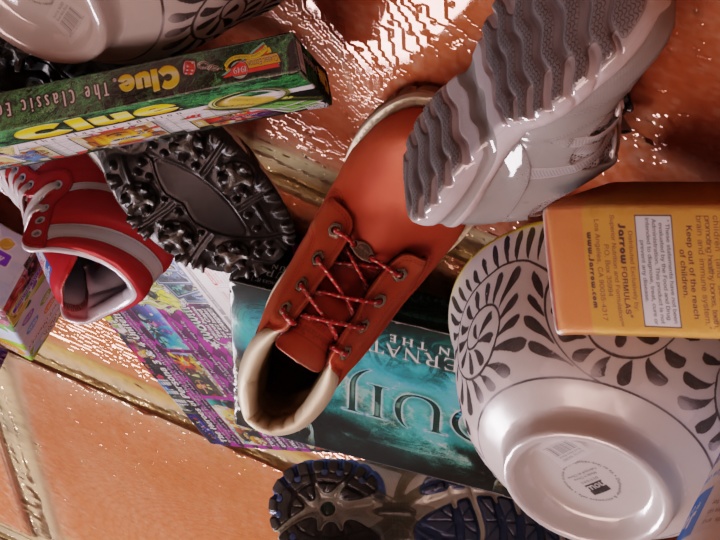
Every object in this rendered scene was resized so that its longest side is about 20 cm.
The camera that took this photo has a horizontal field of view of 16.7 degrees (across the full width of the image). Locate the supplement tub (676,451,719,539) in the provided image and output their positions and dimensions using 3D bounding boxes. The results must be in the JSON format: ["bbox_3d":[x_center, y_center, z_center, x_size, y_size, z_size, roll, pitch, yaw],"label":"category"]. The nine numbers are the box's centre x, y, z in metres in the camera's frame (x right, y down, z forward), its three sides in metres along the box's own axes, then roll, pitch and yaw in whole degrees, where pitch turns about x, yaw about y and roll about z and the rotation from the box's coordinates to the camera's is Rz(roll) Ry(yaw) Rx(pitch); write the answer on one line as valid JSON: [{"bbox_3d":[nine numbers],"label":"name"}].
[{"bbox_3d":[0.224,0.108,1.118,0.132,0.200,0.132,24,150,15],"label":"supplement tub"}]

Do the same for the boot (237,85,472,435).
[{"bbox_3d":[0.000,0.000,1.231,0.075,0.107,0.200,31,127,0],"label":"boot"}]

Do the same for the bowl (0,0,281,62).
[{"bbox_3d":[-0.134,-0.160,1.150,0.201,0.094,0.201,24,149,15],"label":"bowl"}]

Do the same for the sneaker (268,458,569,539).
[{"bbox_3d":[0.051,0.143,1.480,0.200,0.077,0.085,7,179,13],"label":"sneaker"}]

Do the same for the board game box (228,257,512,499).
[{"bbox_3d":[0.026,0.063,1.367,0.200,0.028,0.135,14,140,11],"label":"board game box"}]

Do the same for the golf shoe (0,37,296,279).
[{"bbox_3d":[-0.112,-0.079,1.287,0.200,0.095,0.078,39,114,-18],"label":"golf shoe"}]

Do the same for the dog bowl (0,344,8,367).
[{"bbox_3d":[-0.333,0.039,1.596,0.200,0.079,0.200,28,175,3],"label":"dog bowl"}]

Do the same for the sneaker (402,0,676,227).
[{"bbox_3d":[0.093,-0.082,1.114,0.082,0.075,0.200,6,155,-24],"label":"sneaker"}]

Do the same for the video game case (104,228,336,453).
[{"bbox_3d":[-0.073,0.033,1.456,0.181,0.036,0.200,-2,136,43],"label":"video game case"}]

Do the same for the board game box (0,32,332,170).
[{"bbox_3d":[-0.119,-0.077,1.180,0.200,0.023,0.105,-11,171,7],"label":"board game box"}]

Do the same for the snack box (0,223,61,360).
[{"bbox_3d":[-0.285,-0.025,1.522,0.200,0.053,0.142,28,169,7],"label":"snack box"}]

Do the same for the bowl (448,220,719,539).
[{"bbox_3d":[0.127,0.076,1.235,0.200,0.094,0.201,14,139,12],"label":"bowl"}]

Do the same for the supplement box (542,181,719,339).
[{"bbox_3d":[0.183,-0.004,1.090,0.200,0.067,0.069,-1,101,36],"label":"supplement box"}]

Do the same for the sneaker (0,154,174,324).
[{"bbox_3d":[-0.178,-0.038,1.368,0.200,0.113,0.071,14,148,32],"label":"sneaker"}]
